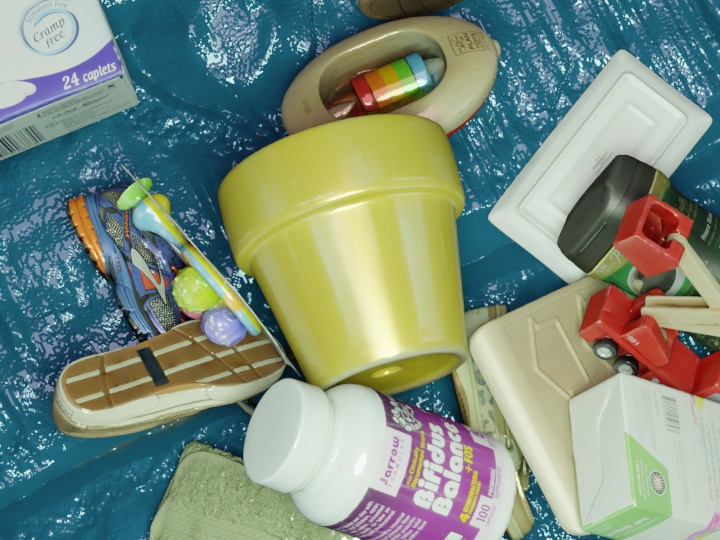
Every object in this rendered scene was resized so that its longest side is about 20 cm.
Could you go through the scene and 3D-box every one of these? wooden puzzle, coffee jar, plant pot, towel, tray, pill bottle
[{"bbox_3d":[0.191,0.107,1.349,0.200,0.046,0.186,-22,82,-41],"label":"wooden puzzle"},{"bbox_3d":[0.270,-0.009,1.357,0.200,0.104,0.085,32,43,-4],"label":"coffee jar"},{"bbox_3d":[0.000,0.000,1.310,0.200,0.201,0.190,-15,74,-2],"label":"plant pot"},{"bbox_3d":[-0.091,0.235,1.336,0.199,0.036,0.149,15,83,28],"label":"towel"},{"bbox_3d":[0.213,-0.092,1.424,0.107,0.022,0.200,38,83,5],"label":"tray"},{"bbox_3d":[0.014,0.153,1.245,0.200,0.112,0.113,23,81,-29],"label":"pill bottle"}]

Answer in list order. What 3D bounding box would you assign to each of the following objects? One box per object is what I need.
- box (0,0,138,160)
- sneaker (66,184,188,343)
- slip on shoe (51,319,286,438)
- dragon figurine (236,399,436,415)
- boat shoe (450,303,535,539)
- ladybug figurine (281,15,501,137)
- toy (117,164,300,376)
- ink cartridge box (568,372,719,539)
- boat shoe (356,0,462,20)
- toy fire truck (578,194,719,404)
[{"bbox_3d":[-0.317,-0.212,1.404,0.183,0.105,0.201,-23,81,-4],"label":"box"},{"bbox_3d":[-0.177,0.008,1.387,0.078,0.075,0.200,-31,84,-8],"label":"sneaker"},{"bbox_3d":[-0.157,0.094,1.321,0.199,0.061,0.076,-16,60,-31],"label":"slip on shoe"},{"bbox_3d":[-0.009,0.128,1.372,0.200,0.059,0.100,33,82,8],"label":"dragon figurine"},{"bbox_3d":[0.119,0.127,1.365,0.062,0.073,0.201,-15,81,1],"label":"boat shoe"},{"bbox_3d":[0.031,-0.150,1.397,0.199,0.072,0.136,-20,54,0],"label":"ladybug figurine"},{"bbox_3d":[-0.133,0.011,1.307,0.047,0.115,0.200,-37,73,-3],"label":"toy"},{"bbox_3d":[0.268,0.167,1.298,0.199,0.067,0.118,18,54,-29],"label":"ink cartridge box"},{"bbox_3d":[0.084,-0.286,1.437,0.202,0.075,0.075,-19,68,-8],"label":"boat shoe"},{"bbox_3d":[0.256,0.039,1.306,0.200,0.141,0.049,39,50,-15],"label":"toy fire truck"}]
